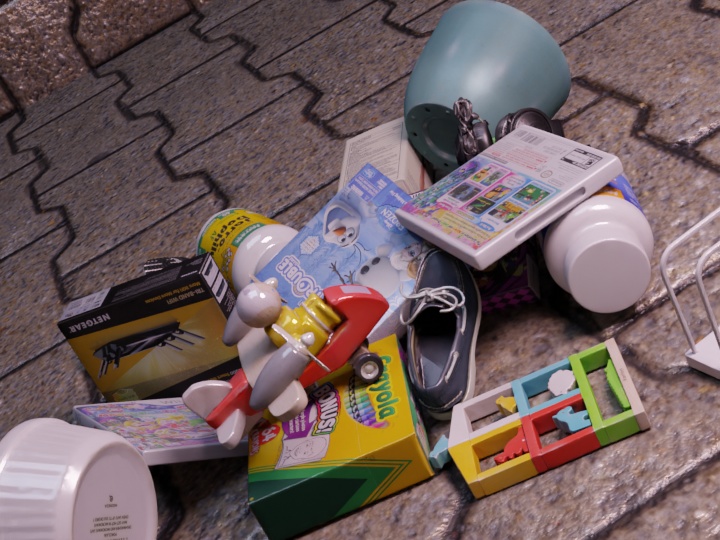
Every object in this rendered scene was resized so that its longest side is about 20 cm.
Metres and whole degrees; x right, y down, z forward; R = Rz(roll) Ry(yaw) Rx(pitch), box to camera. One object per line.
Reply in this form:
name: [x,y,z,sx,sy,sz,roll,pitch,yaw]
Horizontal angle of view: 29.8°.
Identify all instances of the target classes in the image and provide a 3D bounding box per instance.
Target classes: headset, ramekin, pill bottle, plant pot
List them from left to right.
ramekin: [-0.274,0.242,1.299,0.094,0.203,0.203,-4,32,21]
pill bottle: [-0.125,-0.009,1.713,0.113,0.113,0.200,-36,26,-16]
plant pot: [0.149,-0.220,1.754,0.200,0.201,0.161,0,46,46]
headset: [0.160,-0.162,1.582,0.123,0.094,0.200,-12,4,29]
pill bottle: [0.239,-0.040,1.396,0.112,0.112,0.200,-23,24,10]

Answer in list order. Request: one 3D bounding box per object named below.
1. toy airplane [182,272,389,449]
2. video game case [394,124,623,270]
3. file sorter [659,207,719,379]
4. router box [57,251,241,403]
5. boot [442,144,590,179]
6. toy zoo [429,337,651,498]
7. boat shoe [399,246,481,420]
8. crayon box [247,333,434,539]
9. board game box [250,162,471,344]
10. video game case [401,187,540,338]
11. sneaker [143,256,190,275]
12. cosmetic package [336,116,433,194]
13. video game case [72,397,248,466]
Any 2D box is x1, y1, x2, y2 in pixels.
toy airplane: [-0.091,0.079,1.333,0.199,0.142,0.199,-7,31,37]
video game case: [0.149,-0.081,1.413,0.182,0.024,0.200,-34,25,-10]
file sorter: [0.368,0.021,1.132,0.139,0.125,0.200,-34,25,-15]
router box: [-0.230,0.083,1.593,0.199,0.158,0.052,-19,26,20]
boot: [0.174,-0.079,1.609,0.199,0.066,0.165,-8,33,29]
toy zoo: [0.157,0.140,1.245,0.199,0.021,0.131,-25,25,9]
boat shoe: [0.077,0.052,1.368,0.075,0.062,0.201,-10,52,23]
crayon box: [-0.024,0.161,1.346,0.172,0.058,0.200,-25,25,7]
board game box: [0.000,0.000,1.519,0.199,0.043,0.200,-46,45,-2]
video game case: [0.102,-0.022,1.523,0.199,0.036,0.182,-16,50,24]
sneaker: [-0.232,0.046,1.727,0.073,0.080,0.200,-6,29,-17]
cosmetic package: [0.035,-0.112,1.777,0.103,0.087,0.200,-21,26,17]
video game case: [-0.211,0.173,1.476,0.143,0.018,0.200,-2,9,-33]
